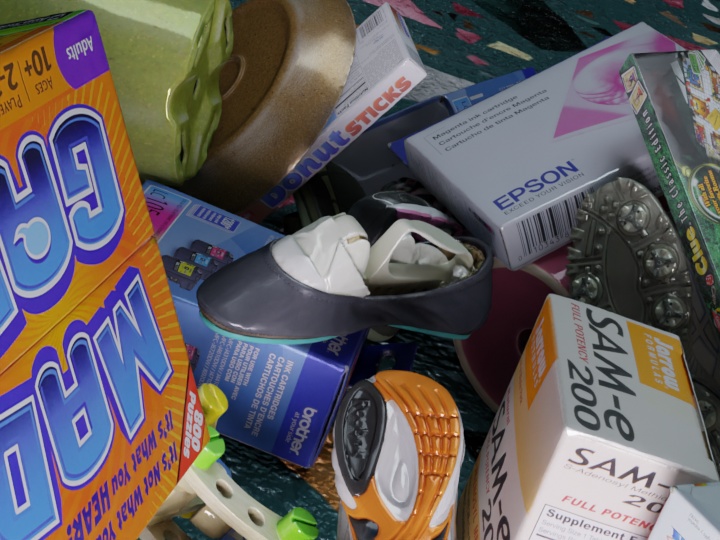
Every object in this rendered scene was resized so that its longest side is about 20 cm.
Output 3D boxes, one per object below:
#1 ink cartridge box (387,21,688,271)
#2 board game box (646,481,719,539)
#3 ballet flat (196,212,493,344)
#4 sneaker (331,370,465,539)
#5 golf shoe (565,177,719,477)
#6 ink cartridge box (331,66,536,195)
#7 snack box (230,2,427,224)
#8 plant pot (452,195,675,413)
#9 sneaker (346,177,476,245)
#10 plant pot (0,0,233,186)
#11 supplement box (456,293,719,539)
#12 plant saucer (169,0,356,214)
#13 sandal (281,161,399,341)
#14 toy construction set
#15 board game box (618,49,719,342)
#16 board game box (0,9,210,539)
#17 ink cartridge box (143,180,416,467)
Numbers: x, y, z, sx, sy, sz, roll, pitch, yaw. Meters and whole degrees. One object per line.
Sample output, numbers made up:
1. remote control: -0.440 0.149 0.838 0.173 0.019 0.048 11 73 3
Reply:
1. ink cartridge box: 0.135 -0.099 1.010 0.195 0.044 0.200 -27 37 -11
2. board game box: 0.156 0.198 0.621 0.102 0.202 0.105 2 30 -35
3. ballet flat: 0.000 0.000 0.842 0.198 0.074 0.073 2 31 -38
4. sneaker: 0.015 0.154 0.687 0.075 0.092 0.202 6 60 10
5. golf shoe: 0.187 0.041 0.911 0.097 0.078 0.202 -13 85 -60
6. ink cartridge box: 0.072 -0.102 1.219 0.199 0.136 0.077 -23 93 -57
7. snack box: -0.040 -0.100 1.060 0.024 0.200 0.072 34 25 -38
8. plant pot: 0.165 0.018 1.019 0.178 0.201 0.199 -26 50 -38
9. sneaker: 0.030 -0.026 1.046 0.087 0.080 0.200 52 10 22
10. plant pot: -0.187 -0.139 0.991 0.182 0.202 0.201 14 25 5
11. supplement box: 0.087 0.131 0.701 0.073 0.202 0.126 18 25 -5
12. plant saucer: -0.088 -0.130 1.085 0.035 0.200 0.201 35 14 -35
13. sandal: -0.028 -0.023 1.087 0.079 0.057 0.202 25 33 -39
14. toy construction set: -0.092 0.141 0.671 0.131 0.092 0.200 51 39 5
15. board game box: 0.230 -0.042 0.884 0.104 0.023 0.202 -3 64 -25
16. board game box: -0.205 0.032 0.587 0.198 0.202 0.200 -7 19 18
17. ink cartridge box: -0.067 0.034 0.905 0.198 0.077 0.137 23 25 0
